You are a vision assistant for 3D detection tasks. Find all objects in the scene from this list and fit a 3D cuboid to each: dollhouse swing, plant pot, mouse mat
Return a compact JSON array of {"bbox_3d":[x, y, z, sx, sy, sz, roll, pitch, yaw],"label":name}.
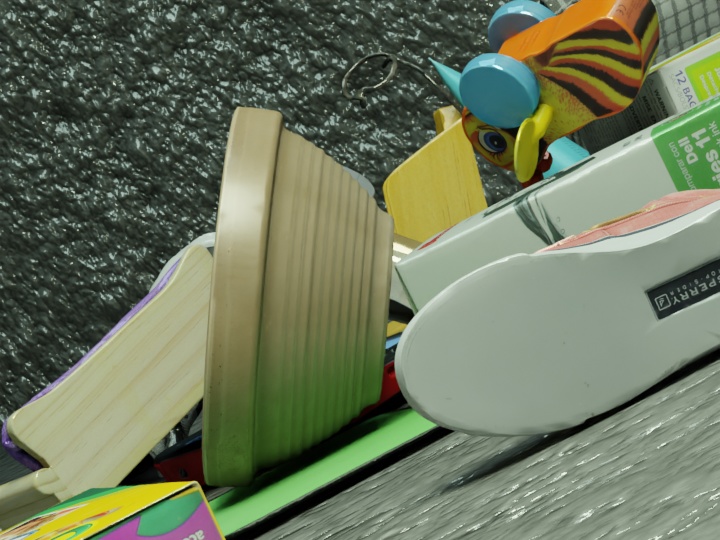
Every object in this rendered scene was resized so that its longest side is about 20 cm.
[{"bbox_3d":[0.008,-0.008,1.516,0.174,0.183,0.200,-15,3,2],"label":"dollhouse swing"},{"bbox_3d":[-0.031,0.017,1.123,0.092,0.203,0.201,4,2,0],"label":"plant pot"},{"bbox_3d":[-0.027,0.104,1.081,0.160,0.008,0.200,-26,2,-17],"label":"mouse mat"}]

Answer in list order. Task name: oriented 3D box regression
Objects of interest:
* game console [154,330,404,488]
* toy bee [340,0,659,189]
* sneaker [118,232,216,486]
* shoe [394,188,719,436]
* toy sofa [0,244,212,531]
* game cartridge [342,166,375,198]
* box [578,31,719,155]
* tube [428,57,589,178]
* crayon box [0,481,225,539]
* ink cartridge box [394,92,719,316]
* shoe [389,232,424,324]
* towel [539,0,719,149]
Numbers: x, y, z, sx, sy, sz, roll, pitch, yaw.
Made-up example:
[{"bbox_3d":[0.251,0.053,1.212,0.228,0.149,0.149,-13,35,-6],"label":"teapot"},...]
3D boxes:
[{"bbox_3d":[-0.024,0.076,1.302,0.176,0.031,0.199,-33,6,-35],"label":"game console"},{"bbox_3d":[0.103,-0.103,1.231,0.131,0.109,0.199,-49,29,-20],"label":"toy bee"},{"bbox_3d":[-0.126,0.077,1.400,0.201,0.075,0.114,-61,10,22],"label":"sneaker"},{"bbox_3d":[0.105,0.015,0.871,0.199,0.072,0.091,-21,0,-7],"label":"shoe"},{"bbox_3d":[-0.139,0.080,1.239,0.083,0.098,0.200,-24,18,51],"label":"toy sofa"},{"bbox_3d":[-0.048,0.021,1.512,0.133,0.041,0.201,-51,10,45],"label":"game cartridge"},{"bbox_3d":[0.247,-0.096,1.275,0.199,0.113,0.101,-26,2,-27],"label":"box"},{"bbox_3d":[0.121,-0.075,1.389,0.050,0.200,0.078,-43,-39,-6],"label":"tube"},{"bbox_3d":[-0.161,0.150,0.821,0.199,0.059,0.172,-27,2,-21],"label":"crayon box"},{"bbox_3d":[0.129,-0.017,1.128,0.199,0.084,0.147,-27,1,12],"label":"ink cartridge box"},{"bbox_3d":[0.000,0.000,1.378,0.198,0.054,0.070,17,-14,21],"label":"shoe"},{"bbox_3d":[0.223,-0.142,1.513,0.165,0.201,0.086,-28,34,-15],"label":"towel"}]
